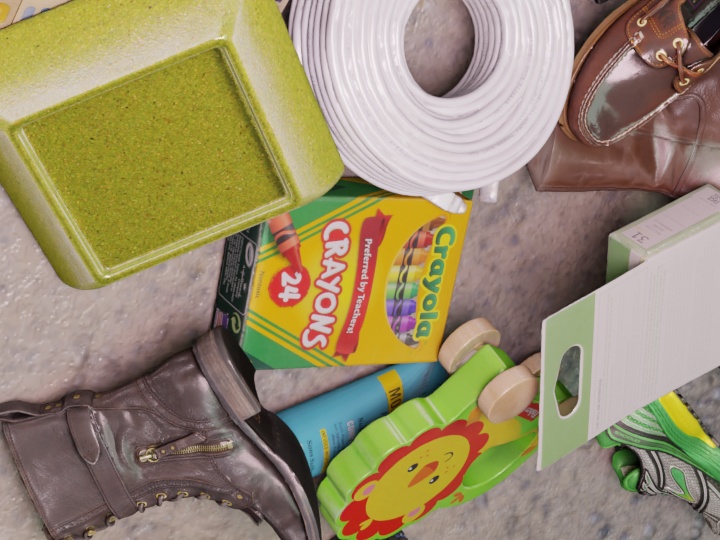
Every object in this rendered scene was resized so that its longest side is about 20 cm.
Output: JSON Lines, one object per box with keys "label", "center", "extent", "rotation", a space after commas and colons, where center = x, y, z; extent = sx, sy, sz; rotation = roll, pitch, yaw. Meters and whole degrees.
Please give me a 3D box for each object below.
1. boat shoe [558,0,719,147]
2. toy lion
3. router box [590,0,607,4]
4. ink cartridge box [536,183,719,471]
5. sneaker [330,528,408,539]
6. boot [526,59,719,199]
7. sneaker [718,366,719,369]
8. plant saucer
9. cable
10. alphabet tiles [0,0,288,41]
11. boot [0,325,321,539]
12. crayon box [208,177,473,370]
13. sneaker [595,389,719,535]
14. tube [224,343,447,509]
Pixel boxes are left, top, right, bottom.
{"label": "boat shoe", "center": [0.219, -0.164, 1.196], "extent": [0.070, 0.070, 0.200], "rotation": [39, 91, -34]}
{"label": "toy lion", "center": [0.063, 0.133, 1.284], "extent": [0.192, 0.069, 0.200], "rotation": [-45, 151, 11]}
{"label": "router box", "center": [0.188, -0.308, 1.183], "extent": [0.157, 0.052, 0.201], "rotation": [-32, 126, -16]}
{"label": "ink cartridge box", "center": [0.192, 0.040, 1.255], "extent": [0.199, 0.048, 0.146], "rotation": [-25, 132, -26]}
{"label": "sneaker", "center": [-0.038, 0.277, 1.303], "extent": [0.199, 0.077, 0.086], "rotation": [-29, 129, -17]}
{"label": "boot", "center": [0.211, -0.141, 1.275], "extent": [0.199, 0.064, 0.188], "rotation": [7, 85, -19]}
{"label": "sneaker", "center": [0.284, -0.008, 1.375], "extent": [0.077, 0.112, 0.202], "rotation": [-2, 80, -18]}
{"label": "plant saucer", "center": [-0.123, -0.076, 1.038], "extent": [0.199, 0.048, 0.201], "rotation": [-22, 134, 2]}
{"label": "cable", "center": [0.048, -0.148, 1.135], "extent": [0.199, 0.069, 0.201], "rotation": [17, 88, -30]}
{"label": "alphabet tiles", "center": [-0.142, -0.146, 1.021], "extent": [0.199, 0.006, 0.167], "rotation": [0, 145, -33]}
{"label": "boot", "center": [-0.130, 0.141, 1.157], "extent": [0.173, 0.069, 0.201], "rotation": [-26, 108, 5]}
{"label": "crayon box", "center": [0.000, 0.000, 1.210], "extent": [0.199, 0.051, 0.128], "rotation": [-2, 112, -33]}
{"label": "sneaker", "center": [0.254, 0.158, 1.442], "extent": [0.085, 0.078, 0.200], "rotation": [-43, 119, 0]}
{"label": "tube", "center": [-0.018, 0.115, 1.260], "extent": [0.199, 0.050, 0.078], "rotation": [-20, 132, -29]}
